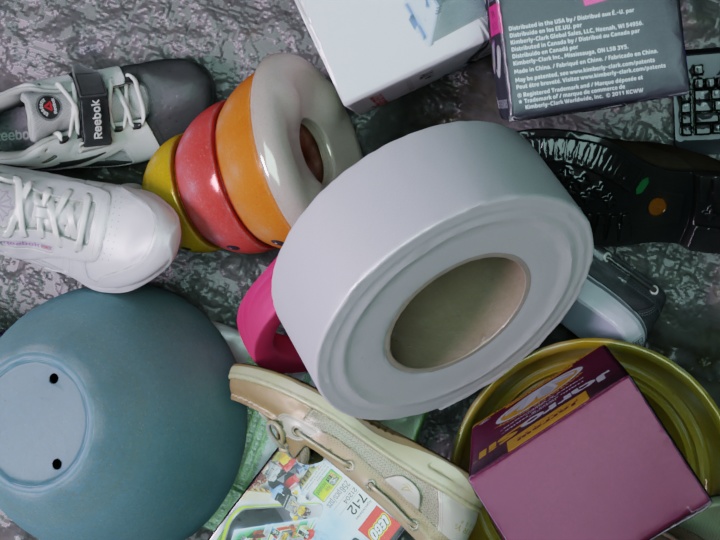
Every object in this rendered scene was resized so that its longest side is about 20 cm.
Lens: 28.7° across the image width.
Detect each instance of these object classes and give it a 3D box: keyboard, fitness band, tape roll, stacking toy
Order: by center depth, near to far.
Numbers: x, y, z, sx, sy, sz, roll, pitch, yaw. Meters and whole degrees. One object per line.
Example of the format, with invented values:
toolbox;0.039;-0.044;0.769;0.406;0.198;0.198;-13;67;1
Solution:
tape roll;0.046;0.005;0.892;0.202;0.202;0.071;-37;56;5
fitness band;0.000;0.000;0.965;0.200;0.143;0.038;-46;59;30
keyboard;0.322;-0.152;1.005;0.197;0.021;0.129;-4;92;4
stacking toy;-0.105;-0.059;1.011;0.198;0.146;0.148;-17;91;24

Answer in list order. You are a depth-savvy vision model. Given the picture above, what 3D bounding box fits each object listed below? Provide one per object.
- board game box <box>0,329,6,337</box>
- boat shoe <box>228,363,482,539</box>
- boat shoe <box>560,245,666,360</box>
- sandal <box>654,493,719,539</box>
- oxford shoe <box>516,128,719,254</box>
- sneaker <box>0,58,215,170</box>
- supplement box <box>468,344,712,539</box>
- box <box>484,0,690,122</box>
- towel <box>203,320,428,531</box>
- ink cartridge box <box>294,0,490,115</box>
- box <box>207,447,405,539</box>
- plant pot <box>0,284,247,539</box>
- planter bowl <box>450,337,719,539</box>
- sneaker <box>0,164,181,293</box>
board game box;-0.375;0.071;1.030;0.198;0.105;0.104;15;93;3
boat shoe;-0.011;0.126;0.953;0.199;0.073;0.064;27;85;12
boat shoe;0.134;-0.023;1.006;0.199;0.070;0.066;39;68;12
sandal;0.192;0.202;0.926;0.199;0.057;0.081;-13;91;5
oxford shoe;0.183;-0.060;0.988;0.198;0.085;0.073;13;110;-10
sneaker;-0.203;-0.109;1.019;0.198;0.089;0.075;-14;90;4
supplement box;0.132;0.116;0.856;0.110;0.200;0.086;-33;89;5
box;0.121;-0.194;0.822;0.105;0.122;0.203;-7;95;4
towel;-0.065;0.134;1.044;0.198;0.031;0.151;20;94;4
ink cartridge box;0.066;-0.186;0.962;0.198;0.146;0.087;-26;92;6
box;-0.064;0.223;1.019;0.110;0.035;0.201;37;93;0
plant pot;-0.195;0.105;0.979;0.198;0.135;0.203;-1;85;17
planter bowl;0.162;0.146;0.998;0.198;0.083;0.203;0;91;5
sneaker;-0.219;-0.030;0.966;0.198;0.099;0.076;9;88;23
